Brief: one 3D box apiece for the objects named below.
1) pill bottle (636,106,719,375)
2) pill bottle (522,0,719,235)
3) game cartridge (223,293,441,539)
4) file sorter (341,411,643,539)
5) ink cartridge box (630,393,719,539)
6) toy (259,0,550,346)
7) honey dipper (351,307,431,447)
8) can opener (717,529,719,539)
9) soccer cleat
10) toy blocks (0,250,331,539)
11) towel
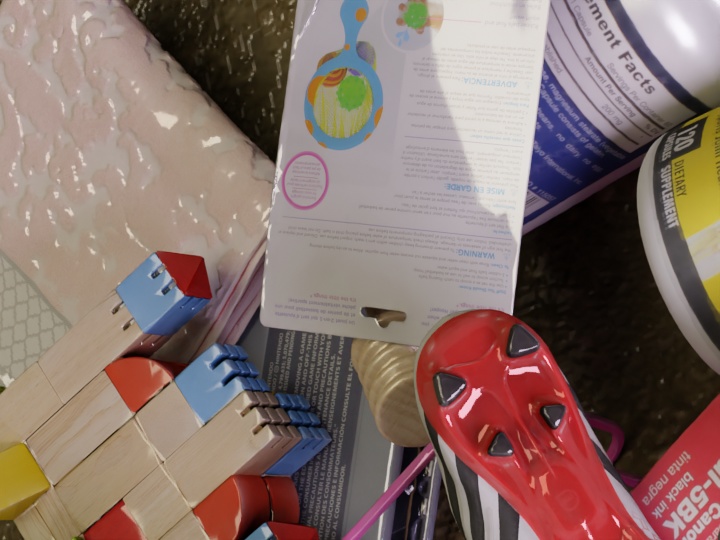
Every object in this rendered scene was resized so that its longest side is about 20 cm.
[{"bbox_3d":[0.214,-0.037,1.132,0.199,0.112,0.113,-25,68,29],"label":"pill bottle"},{"bbox_3d":[0.101,-0.099,1.224,0.199,0.111,0.112,-31,65,27],"label":"pill bottle"},{"bbox_3d":[-0.018,0.065,1.314,0.133,0.041,0.201,4,84,43],"label":"game cartridge"},{"bbox_3d":[0.096,0.159,1.167,0.126,0.139,0.200,-48,58,15],"label":"file sorter"},{"bbox_3d":[0.210,0.135,1.082,0.083,0.146,0.200,-49,57,19],"label":"ink cartridge box"},{"bbox_3d":[0.028,-0.072,1.177,0.115,0.047,0.201,7,93,32],"label":"toy"},{"bbox_3d":[0.000,0.000,1.236,0.038,0.038,0.200,-49,33,18],"label":"honey dipper"},{"bbox_3d":[0.201,0.047,1.021,0.053,0.200,0.067,40,146,24],"label":"can opener"},{"bbox_3d":[0.077,0.106,1.075,0.068,0.085,0.201,-27,86,-6],"label":"soccer cleat"},{"bbox_3d":[-0.078,0.088,1.281,0.137,0.100,0.200,-41,69,18],"label":"toy blocks"},{"bbox_3d":[-0.130,-0.021,1.372,0.200,0.032,0.191,46,119,27],"label":"towel"}]
